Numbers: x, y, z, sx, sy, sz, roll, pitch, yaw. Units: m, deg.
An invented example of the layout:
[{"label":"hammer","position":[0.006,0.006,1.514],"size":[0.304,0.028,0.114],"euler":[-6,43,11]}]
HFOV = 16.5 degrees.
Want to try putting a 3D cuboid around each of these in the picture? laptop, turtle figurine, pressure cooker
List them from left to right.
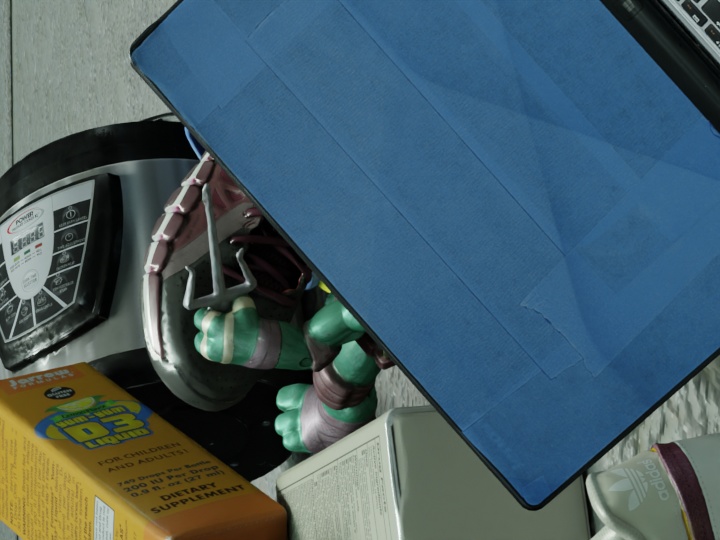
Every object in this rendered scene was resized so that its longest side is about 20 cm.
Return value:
[{"label":"pressure cooker","position":[-0.122,0.012,1.367],"size":[0.179,0.176,0.200],"euler":[110,153,-58]},{"label":"turtle figurine","position":[0.000,0.000,1.037],"size":[0.101,0.150,0.200],"euler":[39,159,17]},{"label":"laptop","position":[0.054,-0.059,0.674],"size":[0.187,0.116,0.200],"euler":[48,157,3]}]

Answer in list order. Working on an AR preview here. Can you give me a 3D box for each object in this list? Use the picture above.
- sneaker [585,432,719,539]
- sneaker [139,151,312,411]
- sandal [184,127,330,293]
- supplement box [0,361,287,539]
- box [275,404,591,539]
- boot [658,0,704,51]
[{"label":"sneaker","position":[0.092,0.131,0.782],"size":[0.075,0.090,0.200],"euler":[-115,26,-52]},{"label":"sneaker","position":[-0.031,-0.037,1.126],"size":[0.115,0.076,0.200],"euler":[-19,50,54]},{"label":"sandal","position":[-0.048,-0.076,1.249],"size":[0.080,0.087,0.200],"euler":[106,157,-55]},{"label":"supplement box","position":[-0.113,0.109,1.167],"size":[0.200,0.066,0.069],"euler":[26,122,51]},{"label":"box","position":[0.026,0.114,1.036],"size":[0.200,0.078,0.095],"euler":[145,120,-72]},{"label":"boot","position":[0.073,-0.094,0.860],"size":[0.200,0.077,0.138],"euler":[60,146,35]}]
